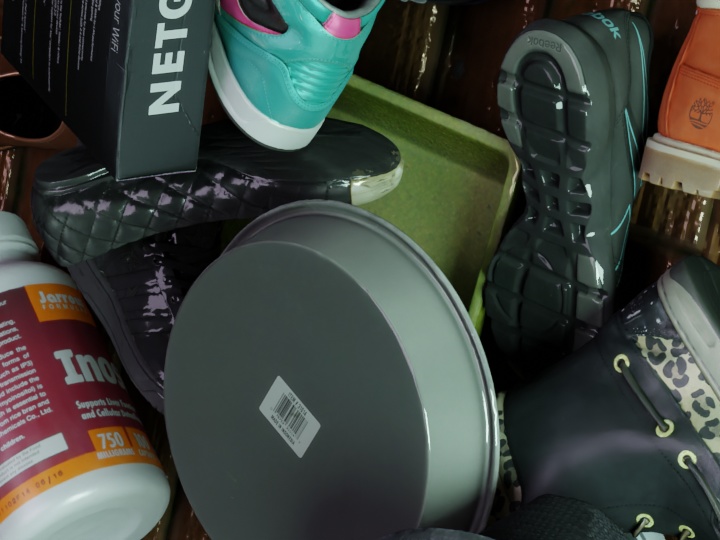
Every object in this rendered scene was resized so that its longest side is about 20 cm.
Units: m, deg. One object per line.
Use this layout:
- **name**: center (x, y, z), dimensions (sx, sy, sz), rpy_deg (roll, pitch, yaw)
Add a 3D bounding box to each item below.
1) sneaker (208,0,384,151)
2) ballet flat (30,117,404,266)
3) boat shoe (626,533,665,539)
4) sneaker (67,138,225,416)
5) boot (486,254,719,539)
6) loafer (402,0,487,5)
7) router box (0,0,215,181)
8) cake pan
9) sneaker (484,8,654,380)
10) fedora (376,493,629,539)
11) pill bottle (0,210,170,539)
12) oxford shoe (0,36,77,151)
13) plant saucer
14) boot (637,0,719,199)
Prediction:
- **sneaker**: center (-0.047, -0.174, 1.181), dimensions (0.121, 0.083, 0.201), rpy_deg (-48, 58, 39)
- **ballet flat**: center (-0.073, -0.042, 1.220), dimensions (0.198, 0.067, 0.057), rpy_deg (-5, 123, 13)
- **boat shoe**: center (0.121, 0.174, 1.138), dimensions (0.069, 0.056, 0.201), rpy_deg (-39, 65, 35)
- **sneaker**: center (-0.102, -0.010, 1.273), dimensions (0.200, 0.060, 0.105), rpy_deg (50, 124, 33)
- **boot**: center (0.141, 0.115, 1.090), dimensions (0.153, 0.073, 0.205), rpy_deg (-31, 75, 26)
- **loafer**: center (-0.007, -0.181, 1.240), dimensions (0.199, 0.063, 0.072), rpy_deg (32, 131, 42)
- **router box**: center (-0.124, -0.167, 1.175), dimensions (0.149, 0.051, 0.201), rpy_deg (45, 136, 45)
- **cake pan**: center (-0.022, 0.069, 1.120), dimensions (0.199, 0.037, 0.202), rpy_deg (10, 105, 41)
- **sneaker**: center (0.111, -0.031, 1.144), dimensions (0.075, 0.079, 0.202), rpy_deg (23, 125, 33)
- **fedora**: center (0.083, 0.170, 1.047), dimensions (0.199, 0.092, 0.202), rpy_deg (22, 137, 23)
- **pill bottle**: center (-0.197, 0.070, 1.385), dimensions (0.113, 0.112, 0.201), rpy_deg (-43, 63, 33)
- **oxford shoe**: center (-0.218, -0.107, 1.436), dimensions (0.199, 0.071, 0.072), rpy_deg (6, 95, 43)
- **plant saucer**: center (0.000, 0.000, 1.254), dimensions (0.199, 0.048, 0.202), rpy_deg (27, 107, 39)
- **boot**: center (0.216, -0.071, 1.049), dimensions (0.199, 0.075, 0.108), rpy_deg (19, 97, 41)
